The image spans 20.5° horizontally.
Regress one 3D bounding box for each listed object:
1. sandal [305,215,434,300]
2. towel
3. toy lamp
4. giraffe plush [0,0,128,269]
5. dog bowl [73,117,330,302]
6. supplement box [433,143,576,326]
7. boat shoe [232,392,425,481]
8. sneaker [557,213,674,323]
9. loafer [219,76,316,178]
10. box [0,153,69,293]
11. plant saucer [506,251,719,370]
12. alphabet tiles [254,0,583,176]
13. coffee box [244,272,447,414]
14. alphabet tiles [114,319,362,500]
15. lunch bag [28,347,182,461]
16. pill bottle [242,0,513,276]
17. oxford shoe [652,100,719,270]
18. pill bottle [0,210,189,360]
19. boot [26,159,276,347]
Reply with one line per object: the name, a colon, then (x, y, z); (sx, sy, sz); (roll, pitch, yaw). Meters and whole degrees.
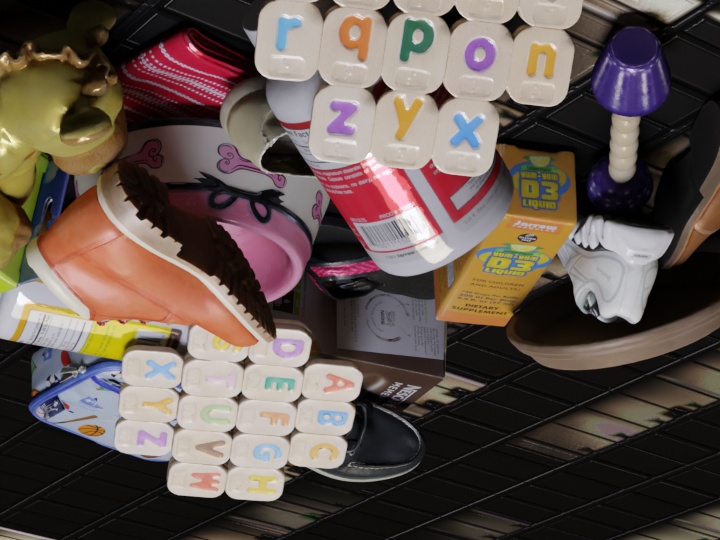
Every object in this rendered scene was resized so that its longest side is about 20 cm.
sandal: (0.000, 0.000, 1.661); (0.199, 0.045, 0.075); (16, 151, -27)
towel: (-0.137, -0.111, 1.471); (0.144, 0.023, 0.199); (25, 146, -37)
toy lamp: (0.190, -0.108, 1.421); (0.058, 0.059, 0.200); (0, 157, 4)
giraffe plush: (-0.228, -0.107, 1.344); (0.161, 0.174, 0.200); (-18, 167, 12)
dog bowl: (-0.123, -0.035, 1.517); (0.198, 0.074, 0.200); (3, 154, 1)
supplement box: (0.112, -0.025, 1.580); (0.066, 0.069, 0.200); (6, 152, -10)
boat shoe: (-0.028, 0.133, 1.718); (0.198, 0.075, 0.066); (21, 163, -15)
sneaker: (0.185, -0.003, 1.546); (0.075, 0.082, 0.200); (7, -177, -5)
loafer: (0.000, -0.092, 1.415); (0.198, 0.069, 0.076); (-1, 139, -15)
box: (-0.318, -0.028, 1.535); (0.199, 0.123, 0.048); (-17, 140, 32)
plant saucer: (0.215, 0.033, 1.590); (0.199, 0.030, 0.200); (-16, -166, 4)
alphabet tiles: (0.037, -0.158, 1.226); (0.198, 0.197, 0.015); (5, -162, -8)
coffee box: (-0.036, 0.059, 1.743); (0.199, 0.080, 0.114); (12, 153, -20)
alphabet tiles: (-0.102, 0.116, 1.639); (0.194, 0.015, 0.201); (5, 130, -8)
lunch bag: (-0.205, 0.110, 1.869); (0.199, 0.076, 0.160); (23, 144, -39)
pill bottle: (0.009, -0.104, 1.311); (0.112, 0.113, 0.201); (-16, 121, 32)
oxford shoe: (0.270, -0.056, 1.507); (0.071, 0.072, 0.200); (2, 153, -12)
pill bottle: (-0.233, 0.011, 1.626); (0.199, 0.110, 0.109); (12, 152, -19)
boot: (-0.144, 0.008, 1.411); (0.107, 0.075, 0.200); (-35, 132, 17)
